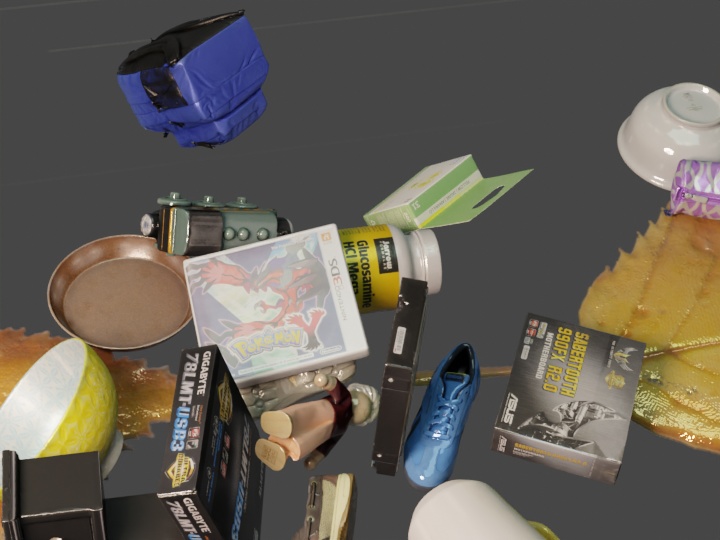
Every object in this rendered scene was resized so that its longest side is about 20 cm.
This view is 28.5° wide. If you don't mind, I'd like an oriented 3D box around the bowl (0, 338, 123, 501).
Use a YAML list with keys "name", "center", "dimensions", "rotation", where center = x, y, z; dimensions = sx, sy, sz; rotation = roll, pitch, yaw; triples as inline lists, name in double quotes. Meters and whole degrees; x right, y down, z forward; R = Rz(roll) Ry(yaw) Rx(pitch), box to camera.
- name: "bowl"
  center: [-0.335, 0.190, 1.616]
  dimensions: [0.107, 0.199, 0.201]
  rotation: [38, 39, -26]

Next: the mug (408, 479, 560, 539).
- name: "mug"
  center: [0.135, 0.318, 1.552]
  dimensions: [0.149, 0.187, 0.153]
  rotation: [-41, 45, 2]

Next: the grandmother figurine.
- name: "grandmother figurine"
  center: [-0.043, 0.178, 1.664]
  dimensions: [0.060, 0.122, 0.199]
  rotation: [32, 27, 25]

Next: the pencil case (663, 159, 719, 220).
- name: "pencil case"
  center: [0.533, -0.105, 1.997]
  dimensions: [0.198, 0.085, 0.086]
  rotation: [8, 12, 5]

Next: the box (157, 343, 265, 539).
- name: "box"
  center: [-0.156, 0.220, 1.554]
  dimensions: [0.049, 0.199, 0.201]
  rotation: [-10, 44, 13]

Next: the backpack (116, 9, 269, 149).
- name: "backpack"
  center: [-0.247, -0.264, 2.039]
  dimensions: [0.199, 0.169, 0.162]
  rotation: [3, 30, 46]

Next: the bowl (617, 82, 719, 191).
- name: "bowl"
  center: [0.485, -0.212, 2.094]
  dimensions: [0.199, 0.091, 0.202]
  rotation: [3, 47, -3]

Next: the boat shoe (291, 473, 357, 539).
- name: "boat shoe"
  center: [-0.047, 0.312, 1.571]
  dimensions: [0.064, 0.074, 0.201]
  rotation: [2, 42, 12]

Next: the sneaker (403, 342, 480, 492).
- name: "sneaker"
  center: [0.098, 0.171, 1.707]
  dimensions: [0.065, 0.079, 0.201]
  rotation: [16, 49, 9]

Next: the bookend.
- name: "bookend"
  center: [-0.265, 0.276, 1.491]
  dimensions: [0.198, 0.200, 0.093]
  rotation: [-5, 44, -10]

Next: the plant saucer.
- name: "plant saucer"
  center: [-0.303, 0.035, 1.834]
  dimensions: [0.198, 0.035, 0.201]
  rotation: [3, 46, -3]

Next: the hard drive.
- name: "hard drive"
  center: [0.046, 0.126, 1.659]
  dimensions: [0.037, 0.201, 0.140]
  rotation: [10, 45, 3]

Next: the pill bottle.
- name: "pill bottle"
  center: [0.000, 0.000, 1.836]
  dimensions: [0.198, 0.113, 0.113]
  rotation: [-8, 47, -11]

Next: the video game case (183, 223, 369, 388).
- name: "video game case"
  center: [-0.105, 0.044, 1.726]
  dimensions: [0.198, 0.023, 0.184]
  rotation: [-14, 61, -2]

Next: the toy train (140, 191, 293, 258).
- name: "toy train"
  center: [-0.183, -0.052, 1.845]
  dimensions: [0.199, 0.086, 0.114]
  rotation: [2, 8, -38]

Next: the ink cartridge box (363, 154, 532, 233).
- name: "ink cartridge box"
  center: [0.116, -0.105, 1.911]
  dimensions: [0.145, 0.048, 0.199]
  rotation: [-38, 15, -34]

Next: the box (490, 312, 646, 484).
- name: "box"
  center: [0.259, 0.155, 1.754]
  dimensions: [0.157, 0.049, 0.201]
  rotation: [14, 47, 10]

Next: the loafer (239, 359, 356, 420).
- name: "loafer"
  center: [-0.100, 0.139, 1.735]
  dimensions: [0.198, 0.070, 0.071]
  rotation: [-15, 88, -4]
